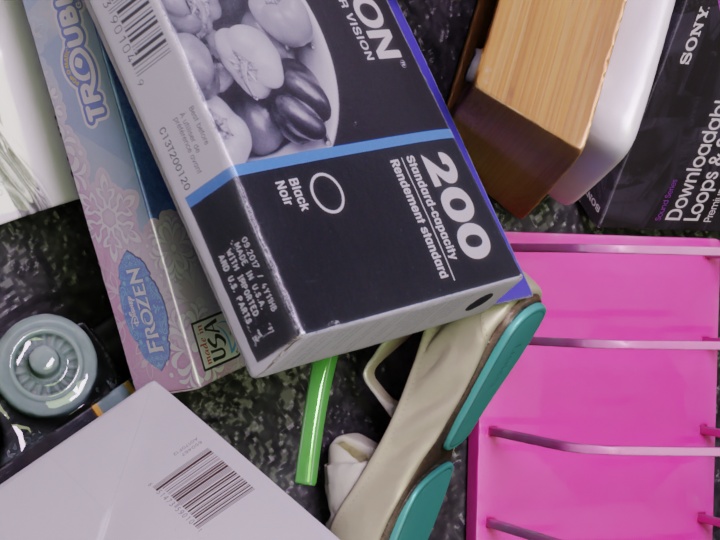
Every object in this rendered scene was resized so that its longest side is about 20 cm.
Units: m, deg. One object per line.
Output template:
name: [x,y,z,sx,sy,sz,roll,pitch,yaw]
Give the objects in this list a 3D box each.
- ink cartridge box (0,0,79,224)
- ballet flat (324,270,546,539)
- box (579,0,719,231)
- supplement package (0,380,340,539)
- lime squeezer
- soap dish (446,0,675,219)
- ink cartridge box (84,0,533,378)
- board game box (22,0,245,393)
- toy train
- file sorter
ink cartridge box: [-0.162,-0.082,0.951,0.199,0.067,0.116,-20,99,-21]
ballet flat: [0.022,0.080,1.025,0.069,0.070,0.201,22,104,-21]
box: [0.222,-0.083,1.085,0.199,0.036,0.143,1,127,-21]
supplement package: [-0.075,0.187,0.865,0.150,0.152,0.201,-34,129,-19]
lime squeezer: [0.000,0.000,0.955,0.038,0.071,0.200,15,49,15]
soap dish: [0.100,-0.137,1.010,0.081,0.157,0.201,18,80,-3]
ink cartridge box: [-0.010,-0.068,0.903,0.200,0.043,0.199,-13,75,-51]
board game box: [-0.050,-0.068,0.961,0.199,0.043,0.201,-24,101,-50]
toy train: [-0.163,0.105,0.932,0.200,0.085,0.114,-34,83,-16]
file sorter: [0.141,0.083,1.045,0.138,0.125,0.201,1,90,-22]
